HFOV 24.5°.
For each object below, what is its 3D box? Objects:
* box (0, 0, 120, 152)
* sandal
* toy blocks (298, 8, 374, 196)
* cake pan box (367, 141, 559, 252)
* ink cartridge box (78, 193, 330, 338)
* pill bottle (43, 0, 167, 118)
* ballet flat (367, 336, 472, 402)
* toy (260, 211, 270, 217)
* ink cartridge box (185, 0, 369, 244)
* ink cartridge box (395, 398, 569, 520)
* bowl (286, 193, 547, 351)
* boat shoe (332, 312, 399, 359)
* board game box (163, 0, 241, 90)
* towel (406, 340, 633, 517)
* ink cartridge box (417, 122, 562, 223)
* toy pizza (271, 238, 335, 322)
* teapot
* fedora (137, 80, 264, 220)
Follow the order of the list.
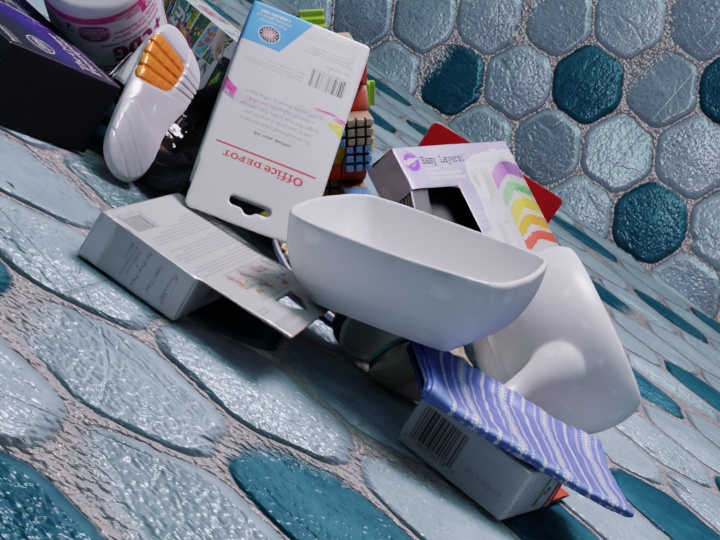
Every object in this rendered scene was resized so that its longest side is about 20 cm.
[{"bbox_3d":[-0.337,-0.205,1.539,0.141,0.079,0.200,15,21,-51],"label":"box"},{"bbox_3d":[-0.217,-0.161,1.588,0.080,0.059,0.208,61,33,-32],"label":"sandal"},{"bbox_3d":[-0.023,-0.138,1.602,0.099,0.202,0.137,-4,22,-10],"label":"toy blocks"},{"bbox_3d":[0.116,-0.044,1.739,0.199,0.052,0.185,-6,62,-45],"label":"cake pan box"},{"bbox_3d":[-0.116,0.007,1.340,0.175,0.045,0.200,34,12,5],"label":"ink cartridge box"},{"bbox_3d":[-0.250,-0.245,1.661,0.113,0.113,0.201,37,-21,19],"label":"pill bottle"},{"bbox_3d":[0.063,0.086,1.473,0.063,0.067,0.200,58,17,8],"label":"ballet flat"},{"bbox_3d":[-0.044,-0.032,1.701,0.199,0.047,0.115,36,13,13],"label":"toy"},{"bbox_3d":[-0.078,-0.120,1.472,0.114,0.202,0.068,21,-18,-8],"label":"ink cartridge box"},{"bbox_3d":[0.118,0.148,1.384,0.109,0.051,0.200,37,13,20],"label":"ink cartridge box"},{"bbox_3d":[0.043,0.004,1.379,0.198,0.075,0.200,20,12,18],"label":"bowl"},{"bbox_3d":[0.036,0.026,1.526,0.060,0.076,0.199,36,31,30],"label":"boat shoe"},{"bbox_3d":[-0.185,-0.205,1.779,0.064,0.148,0.200,17,19,-48],"label":"board game box"},{"bbox_3d":[0.126,0.120,1.338,0.199,0.024,0.145,31,12,-11],"label":"towel"},{"bbox_3d":[0.122,-0.040,1.867,0.199,0.176,0.084,28,11,-23],"label":"ink cartridge box"},{"bbox_3d":[0.000,0.000,1.605,0.199,0.032,0.201,32,26,-17],"label":"toy pizza"},{"bbox_3d":[0.174,0.082,1.616,0.200,0.145,0.198,60,6,-52],"label":"teapot"},{"bbox_3d":[-0.124,-0.108,1.604,0.092,0.199,0.201,61,-3,-29],"label":"fedora"}]
